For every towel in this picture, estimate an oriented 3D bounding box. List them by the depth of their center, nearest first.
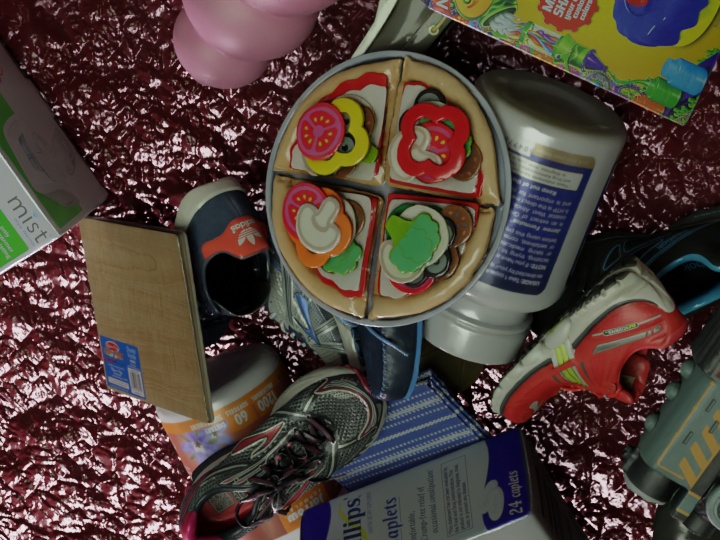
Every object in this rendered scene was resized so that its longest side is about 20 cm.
[{"bbox_3d":[0.057,0.162,1.690,0.145,0.024,0.200,-24,127,30],"label":"towel"}]

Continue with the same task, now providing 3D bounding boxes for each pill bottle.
[{"bbox_3d":[0.110,-0.037,1.549,0.120,0.120,0.200,23,114,8],"label":"pill bottle"},{"bbox_3d":[-0.079,0.170,1.729,0.112,0.112,0.200,-19,107,26],"label":"pill bottle"}]

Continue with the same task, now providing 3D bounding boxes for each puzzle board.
[{"bbox_3d":[-0.171,0.035,1.674,0.200,0.017,0.151,10,112,60],"label":"puzzle board"}]

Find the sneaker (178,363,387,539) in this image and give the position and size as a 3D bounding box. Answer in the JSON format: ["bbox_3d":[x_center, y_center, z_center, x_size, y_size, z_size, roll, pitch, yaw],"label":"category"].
[{"bbox_3d":[-0.059,0.153,1.620,0.200,0.075,0.081,-42,100,18],"label":"sneaker"}]

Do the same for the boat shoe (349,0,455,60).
[{"bbox_3d":[0.026,-0.153,1.562,0.060,0.072,0.202,33,117,8],"label":"boat shoe"}]

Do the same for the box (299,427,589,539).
[{"bbox_3d":[0.078,0.248,1.660,0.200,0.105,0.184,-22,126,14],"label":"box"}]

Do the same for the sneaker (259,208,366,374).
[{"bbox_3d":[-0.028,0.030,1.677,0.085,0.077,0.200,-17,100,36],"label":"sneaker"}]

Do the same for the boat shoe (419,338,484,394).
[{"bbox_3d":[0.034,0.006,1.645,0.073,0.063,0.201,-36,107,-14],"label":"boat shoe"}]

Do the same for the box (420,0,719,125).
[{"bbox_3d":[0.165,-0.232,1.390,0.192,0.122,0.200,23,100,-7],"label":"box"}]

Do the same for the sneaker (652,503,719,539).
[{"bbox_3d":[0.264,0.272,1.666,0.076,0.091,0.200,3,114,21],"label":"sneaker"}]

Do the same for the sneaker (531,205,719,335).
[{"bbox_3d":[0.205,0.009,1.568,0.200,0.082,0.073,-23,107,29],"label":"sneaker"}]

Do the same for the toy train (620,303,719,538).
[{"bbox_3d":[0.283,0.110,1.575,0.114,0.085,0.200,29,114,-5],"label":"toy train"}]

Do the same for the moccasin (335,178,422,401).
[{"bbox_3d":[0.000,0.000,1.566,0.080,0.068,0.200,169,95,-67],"label":"moccasin"}]

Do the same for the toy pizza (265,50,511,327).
[{"bbox_3d":[0.014,-0.060,1.495,0.200,0.032,0.201,-1,87,28],"label":"toy pizza"}]

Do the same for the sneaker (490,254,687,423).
[{"bbox_3d":[0.168,0.072,1.542,0.085,0.077,0.200,46,139,2],"label":"sneaker"}]

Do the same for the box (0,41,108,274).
[{"bbox_3d":[-0.340,-0.089,1.712,0.176,0.097,0.200,-28,101,31],"label":"box"}]

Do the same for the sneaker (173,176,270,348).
[{"bbox_3d":[-0.112,0.018,1.652,0.085,0.075,0.200,53,154,26],"label":"sneaker"}]

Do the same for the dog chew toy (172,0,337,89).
[{"bbox_3d":[-0.076,-0.214,1.547,0.124,0.125,0.200,36,129,1],"label":"dog chew toy"}]
